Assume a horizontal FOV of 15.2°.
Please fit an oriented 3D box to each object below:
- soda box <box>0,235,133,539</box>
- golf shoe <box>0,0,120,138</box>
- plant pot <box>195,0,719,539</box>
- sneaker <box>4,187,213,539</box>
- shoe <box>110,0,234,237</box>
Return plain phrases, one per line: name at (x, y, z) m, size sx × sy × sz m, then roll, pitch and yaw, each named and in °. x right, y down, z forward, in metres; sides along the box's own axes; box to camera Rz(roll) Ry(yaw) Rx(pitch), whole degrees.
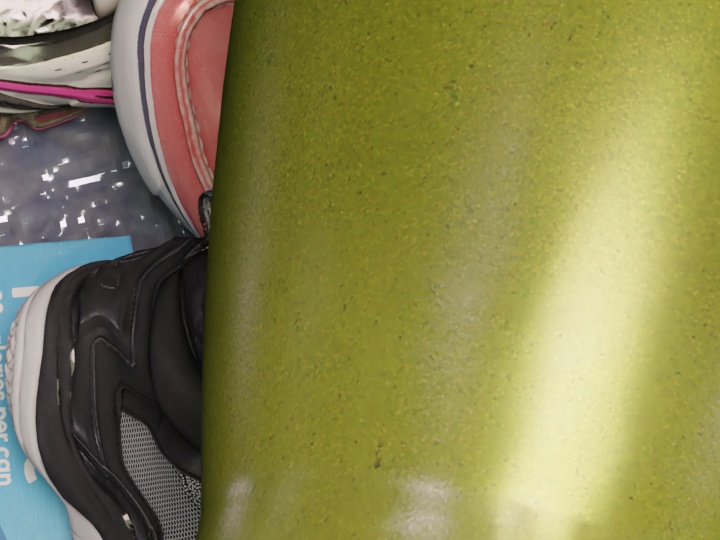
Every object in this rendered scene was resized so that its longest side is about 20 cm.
soda box at (-0.090, 0.095, 0.779) m, size 0.067 × 0.064 × 0.201 m, roll -4°, pitch 67°, yaw -8°
golf shoe at (-0.050, -0.082, 0.816) m, size 0.199 × 0.092 × 0.073 m, roll -11°, pitch 83°, yaw -10°
plant pot at (0.045, 0.007, 0.604) m, size 0.199 × 0.200 × 0.194 m, roll 19°, pitch 67°, yaw -5°
sneaker at (-0.013, 0.074, 0.713) m, size 0.075 × 0.114 × 0.201 m, roll -28°, pitch 86°, yaw -41°
shoe at (0.000, 0.000, 0.776) m, size 0.071 × 0.091 × 0.201 m, roll -32°, pitch 114°, yaw -15°
